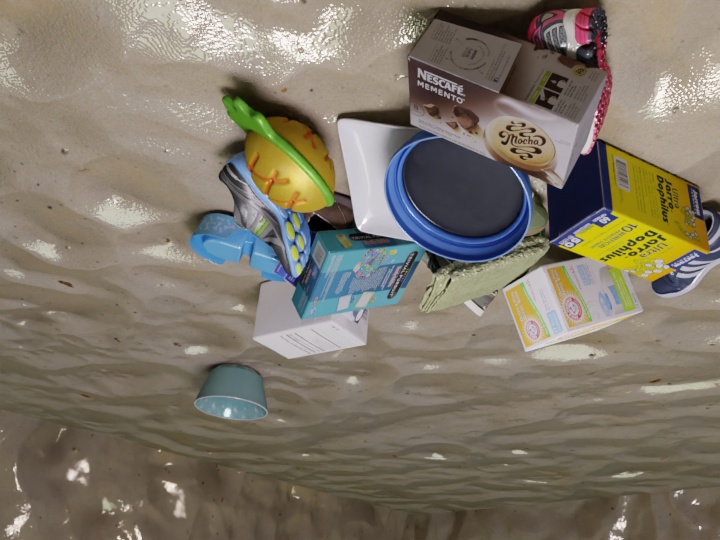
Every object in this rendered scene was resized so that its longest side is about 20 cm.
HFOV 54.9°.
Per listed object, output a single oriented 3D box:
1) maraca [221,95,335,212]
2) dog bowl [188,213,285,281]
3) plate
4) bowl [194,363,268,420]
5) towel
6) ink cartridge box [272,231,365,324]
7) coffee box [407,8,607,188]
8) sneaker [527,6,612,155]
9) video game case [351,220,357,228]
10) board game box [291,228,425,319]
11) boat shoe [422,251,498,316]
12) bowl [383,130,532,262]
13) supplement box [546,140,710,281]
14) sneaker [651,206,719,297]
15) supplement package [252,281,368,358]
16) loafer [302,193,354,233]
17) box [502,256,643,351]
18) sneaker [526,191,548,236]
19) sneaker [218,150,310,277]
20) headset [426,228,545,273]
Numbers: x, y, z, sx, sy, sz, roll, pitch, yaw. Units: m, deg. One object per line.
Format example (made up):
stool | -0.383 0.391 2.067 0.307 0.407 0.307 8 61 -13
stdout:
maraca | -0.107 -0.156 0.925 0.200 0.108 0.136 46 166 -32
dog bowl | -0.192 -0.040 1.193 0.195 0.051 0.112 18 155 -8
plate | 0.074 -0.123 0.962 0.195 0.033 0.202 11 138 22
bowl | -0.336 0.318 1.844 0.195 0.107 0.202 5 153 2
towel | 0.188 0.005 1.075 0.196 0.037 0.149 -17 161 -16
ink cartridge box | -0.050 0.008 1.187 0.199 0.101 0.039 32 179 -41
coffee box | 0.154 -0.188 0.761 0.197 0.081 0.114 28 159 18
sneaker | 0.243 -0.216 0.792 0.073 0.082 0.201 12 152 30
video game case | -0.030 -0.049 1.203 0.195 0.018 0.144 -6 150 21
board game box | 0.000 0.000 1.127 0.196 0.047 0.153 -7 139 -34
boat shoe | 0.168 0.001 1.214 0.060 0.072 0.201 -45 121 6
bowl | 0.127 -0.099 0.898 0.196 0.040 0.203 17 139 15
supplement box | 0.374 -0.078 0.976 0.196 0.112 0.109 17 150 -21
sneaker | 0.506 -0.029 1.083 0.106 0.072 0.200 12 145 -22
supplement package | -0.094 0.083 1.347 0.196 0.124 0.119 -13 148 32
loafer | -0.100 -0.093 1.075 0.195 0.073 0.073 11 152 -10
box | 0.347 0.048 1.135 0.196 0.115 0.101 -9 163 -34
sneaker | 0.207 -0.113 0.985 0.197 0.069 0.090 22 153 -21
sneaker | -0.139 -0.080 1.027 0.081 0.071 0.202 -16 115 33
headset | 0.198 -0.040 1.096 0.194 0.096 0.124 -3 153 -8
